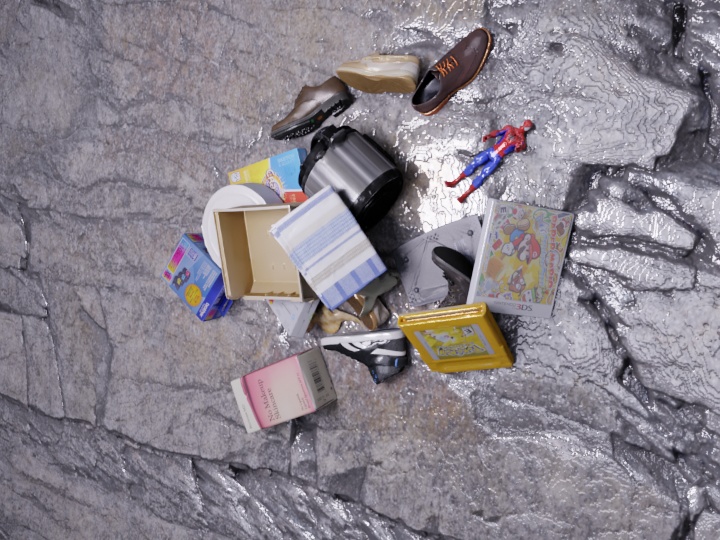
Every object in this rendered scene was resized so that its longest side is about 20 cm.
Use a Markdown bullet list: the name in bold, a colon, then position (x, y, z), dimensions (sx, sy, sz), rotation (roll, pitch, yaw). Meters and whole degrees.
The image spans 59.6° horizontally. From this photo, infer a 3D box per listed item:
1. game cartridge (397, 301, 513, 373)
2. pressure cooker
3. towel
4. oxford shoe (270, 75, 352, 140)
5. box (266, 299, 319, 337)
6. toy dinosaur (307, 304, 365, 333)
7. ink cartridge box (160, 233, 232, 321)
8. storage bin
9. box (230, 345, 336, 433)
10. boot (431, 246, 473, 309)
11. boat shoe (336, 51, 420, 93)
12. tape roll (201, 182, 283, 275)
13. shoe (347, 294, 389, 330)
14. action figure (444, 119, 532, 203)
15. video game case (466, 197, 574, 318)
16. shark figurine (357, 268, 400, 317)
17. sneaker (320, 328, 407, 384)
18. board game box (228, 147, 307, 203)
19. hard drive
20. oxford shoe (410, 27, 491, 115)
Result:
- **game cartridge**: position (0.186, 0.137, 1.208), dimensions (0.172, 0.201, 0.033), rotation (-10, 49, 26)
- **pressure cooker**: position (-0.031, -0.192, 1.277), dimensions (0.200, 0.178, 0.177), rotation (43, 113, 15)
- **towel**: position (-0.059, -0.041, 1.184), dimensions (0.145, 0.024, 0.202), rotation (-35, 104, 5)
- **oxford shoe**: position (-0.116, -0.351, 1.366), dimensions (0.197, 0.073, 0.086), rotation (-28, 80, 13)
- **box**: position (-0.132, 0.019, 1.380), dimensions (0.156, 0.040, 0.203), rotation (44, 114, 50)
- **toy dinosaur**: position (-0.068, 0.092, 1.399), dimensions (0.196, 0.058, 0.103), rotation (-10, 105, 34)
- **ink cartridge box**: position (-0.372, 0.025, 1.519), dimensions (0.199, 0.076, 0.138), rotation (41, 110, 15)
- **storage bin**: position (-0.185, -0.035, 1.283), dimensions (0.196, 0.093, 0.204), rotation (0, 103, 30)
- **box**: position (-0.174, 0.270, 1.426), dimensions (0.197, 0.108, 0.131), rotation (-24, 85, 25)
- **boot**: position (0.171, 0.067, 1.224), dimensions (0.198, 0.070, 0.174), rotation (37, 120, -12)
- **boat shoe**: position (0.040, -0.410, 1.288), dimensions (0.196, 0.074, 0.071), rotation (17, 77, 33)
- **tape roll**: position (-0.256, -0.092, 1.407), dimensions (0.198, 0.071, 0.208), rotation (6, 104, 24)
- **shoe**: position (-0.010, 0.037, 1.362), dimensions (0.202, 0.053, 0.070), rotation (54, 156, 14)
- **action figure**: position (0.243, -0.214, 1.191), dimensions (0.199, 0.099, 0.066), rotation (-43, 79, 20)
- **video game case**: position (0.295, -0.019, 1.159), dimensions (0.177, 0.023, 0.205), rotation (7, 100, -20)
- **shark figurine**: position (-0.019, 0.004, 1.282), dimensions (0.130, 0.213, 0.089), rotation (-55, 42, 3)
- **sneaker**: position (0.006, 0.190, 1.351), dimensions (0.195, 0.073, 0.115), rotation (-7, 90, 24)
- **board game box**: position (-0.199, -0.175, 1.435), dimensions (0.196, 0.040, 0.157), rotation (-14, 89, 26)
- **hard drive**: position (0.171, -0.018, 1.270), dimensions (0.197, 0.042, 0.138), rotation (-23, 85, 25)
- **oxford shoe**: position (0.175, -0.384, 1.218), dimensions (0.071, 0.072, 0.201), rotation (46, 112, 14)
